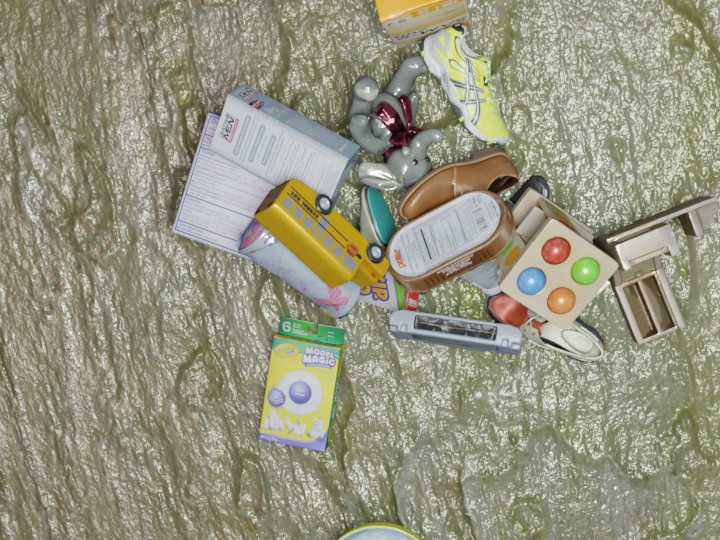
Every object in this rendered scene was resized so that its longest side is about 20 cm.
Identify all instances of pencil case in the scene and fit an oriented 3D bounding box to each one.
[{"bbox_3d":[-0.089,-0.010,1.505,0.200,0.084,0.090,37,144,-24],"label":"pencil case"}]

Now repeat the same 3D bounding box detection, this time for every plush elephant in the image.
[{"bbox_3d":[0.059,-0.197,1.518,0.155,0.164,0.201,42,129,15],"label":"plush elephant"}]

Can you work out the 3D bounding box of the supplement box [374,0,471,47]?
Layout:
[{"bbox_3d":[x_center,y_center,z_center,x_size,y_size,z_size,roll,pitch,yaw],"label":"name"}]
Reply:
[{"bbox_3d":[0.092,-0.394,1.469,0.125,0.200,0.074,-16,90,10],"label":"supplement box"}]

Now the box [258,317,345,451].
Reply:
[{"bbox_3d":[-0.093,0.184,1.631,0.116,0.048,0.202,9,95,7],"label":"box"}]

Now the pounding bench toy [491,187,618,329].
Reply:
[{"bbox_3d":[0.301,0.003,1.453,0.199,0.156,0.125,31,107,-17],"label":"pounding bench toy"}]

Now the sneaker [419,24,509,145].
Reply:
[{"bbox_3d":[0.171,-0.278,1.517,0.076,0.075,0.200,-30,104,28],"label":"sneaker"}]

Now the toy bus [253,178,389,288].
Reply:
[{"bbox_3d":[-0.053,-0.045,1.442,0.200,0.079,0.065,43,145,-19],"label":"toy bus"}]

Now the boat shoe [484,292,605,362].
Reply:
[{"bbox_3d":[0.287,0.087,1.559,0.199,0.063,0.072,26,101,6],"label":"boat shoe"}]

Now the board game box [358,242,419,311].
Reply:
[{"bbox_3d":[0.000,0.000,1.570,0.199,0.030,0.096,15,120,19],"label":"board game box"}]

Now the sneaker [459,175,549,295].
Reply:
[{"bbox_3d":[0.203,-0.066,1.532,0.115,0.075,0.201,21,99,-19],"label":"sneaker"}]

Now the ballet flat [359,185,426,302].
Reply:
[{"bbox_3d":[0.035,-0.034,1.586,0.069,0.069,0.201,-27,92,10],"label":"ballet flat"}]

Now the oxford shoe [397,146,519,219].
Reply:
[{"bbox_3d":[0.150,-0.121,1.515,0.199,0.072,0.071,-25,58,-12],"label":"oxford shoe"}]

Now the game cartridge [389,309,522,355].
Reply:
[{"bbox_3d":[0.148,0.096,1.542,0.198,0.133,0.042,8,85,8],"label":"game cartridge"}]

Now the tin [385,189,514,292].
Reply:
[{"bbox_3d":[0.128,-0.045,1.464,0.199,0.042,0.112,-28,47,14],"label":"tin"}]

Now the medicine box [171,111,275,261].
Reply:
[{"bbox_3d":[-0.173,-0.126,1.582,0.181,0.103,0.201,20,97,5],"label":"medicine box"}]

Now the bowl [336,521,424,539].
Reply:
[{"bbox_3d":[0.039,0.489,1.610,0.199,0.108,0.202,1,95,8],"label":"bowl"}]

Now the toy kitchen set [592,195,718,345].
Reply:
[{"bbox_3d":[0.458,0.004,1.456,0.162,0.200,0.181,-22,92,6],"label":"toy kitchen set"}]

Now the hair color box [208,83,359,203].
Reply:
[{"bbox_3d":[-0.112,-0.180,1.470,0.199,0.061,0.099,29,122,4],"label":"hair color box"}]
